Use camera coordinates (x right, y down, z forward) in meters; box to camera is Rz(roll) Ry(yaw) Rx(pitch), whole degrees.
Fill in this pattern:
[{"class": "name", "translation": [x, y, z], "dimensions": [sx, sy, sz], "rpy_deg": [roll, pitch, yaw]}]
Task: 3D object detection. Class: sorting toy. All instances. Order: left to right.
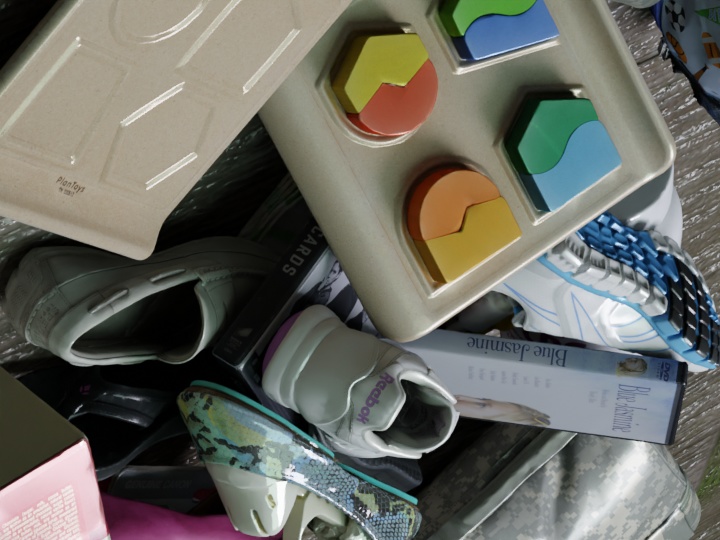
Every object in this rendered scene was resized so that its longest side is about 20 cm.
[{"class": "sorting toy", "translation": [-0.104, -0.106, 1.390], "dimensions": [0.200, 0.036, 0.185], "rpy_deg": [-53, 151, 10]}, {"class": "sorting toy", "translation": [0.058, -0.085, 1.518], "dimensions": [0.200, 0.036, 0.185], "rpy_deg": [-33, 107, -13]}]

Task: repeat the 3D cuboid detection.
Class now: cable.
[{"class": "cable", "translation": [0.042, 0.041, 1.746], "dimensions": [0.097, 0.050, 0.200], "rpy_deg": [9, 144, -24]}]

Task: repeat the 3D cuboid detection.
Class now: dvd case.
[{"class": "dvd case", "translation": [0.000, 0.000, 1.593], "dimensions": [0.200, 0.025, 0.150], "rpy_deg": [-54, 156, -13]}, {"class": "dvd case", "translation": [0.098, 0.070, 1.721], "dimensions": [0.143, 0.200, 0.018], "rpy_deg": [81, 17, -71]}]

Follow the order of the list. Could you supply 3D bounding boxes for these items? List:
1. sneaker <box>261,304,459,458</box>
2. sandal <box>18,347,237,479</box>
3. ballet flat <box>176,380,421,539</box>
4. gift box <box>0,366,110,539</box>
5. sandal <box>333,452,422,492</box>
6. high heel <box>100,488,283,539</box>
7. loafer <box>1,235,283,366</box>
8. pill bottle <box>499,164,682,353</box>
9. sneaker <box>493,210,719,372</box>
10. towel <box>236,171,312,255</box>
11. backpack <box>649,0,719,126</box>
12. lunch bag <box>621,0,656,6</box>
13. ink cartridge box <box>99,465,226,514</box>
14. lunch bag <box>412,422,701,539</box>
[{"class": "sneaker", "translation": [0.014, 0.081, 1.566], "dimensions": [0.075, 0.100, 0.200], "rpy_deg": [-60, 158, 1]}, {"class": "sandal", "translation": [-0.129, 0.064, 1.560], "dimensions": [0.200, 0.075, 0.048], "rpy_deg": [-20, 144, -52]}, {"class": "ballet flat", "translation": [-0.036, 0.127, 1.567], "dimensions": [0.074, 0.074, 0.200], "rpy_deg": [-48, 133, 11]}, {"class": "gift box", "translation": [-0.244, 0.148, 1.412], "dimensions": [0.184, 0.187, 0.200], "rpy_deg": [-27, 134, -30]}, {"class": "sandal", "translation": [-0.013, 0.108, 1.786], "dimensions": [0.048, 0.075, 0.200], "rpy_deg": [-27, 154, 10]}, {"class": "high heel", "translation": [-0.101, 0.130, 1.586], "dimensions": [0.067, 0.096, 0.200], "rpy_deg": [-16, -170, 32]}, {"class": "loafer", "translation": [-0.103, 0.024, 1.527], "dimensions": [0.200, 0.070, 0.070], "rpy_deg": [-4, 130, -42]}, {"class": "pill bottle", "translation": [0.145, -0.010, 1.769], "dimensions": [0.113, 0.113, 0.200], "rpy_deg": [-32, 150, -18]}, {"class": "sneaker", "translation": [0.137, 0.013, 1.657], "dimensions": [0.087, 0.075, 0.200], "rpy_deg": [-30, 136, 30]}, {"class": "towel", "translation": [0.009, -0.050, 1.636], "dimensions": [0.200, 0.023, 0.153], "rpy_deg": [-50, 152, 14]}, {"class": "backpack", "translation": [0.252, -0.175, 1.634], "dimensions": [0.200, 0.154, 0.191], "rpy_deg": [-48, 160, -1]}, {"class": "lunch bag", "translation": [0.097, -0.238, 1.357], "dimensions": [0.168, 0.139, 0.200], "rpy_deg": [11, 124, -37]}, {"class": "ink cartridge box", "translation": [-0.139, 0.177, 1.686], "dimensions": [0.200, 0.084, 0.176], "rpy_deg": [7, 110, -55]}, {"class": "lunch bag", "translation": [0.129, 0.166, 1.972], "dimensions": [0.200, 0.139, 0.168], "rpy_deg": [-42, 153, -2]}]
